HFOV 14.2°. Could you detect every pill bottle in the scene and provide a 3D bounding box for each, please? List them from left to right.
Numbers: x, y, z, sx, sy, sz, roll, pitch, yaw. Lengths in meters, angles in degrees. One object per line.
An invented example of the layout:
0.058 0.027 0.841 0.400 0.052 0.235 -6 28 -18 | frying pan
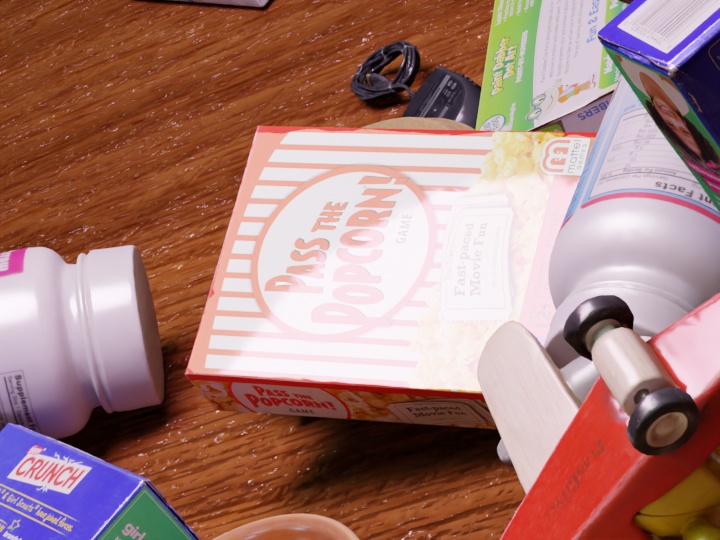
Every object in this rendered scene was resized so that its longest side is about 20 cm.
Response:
-0.221 0.049 1.693 0.199 0.114 0.114 -10 32 1 | pill bottle
0.154 -0.019 1.402 0.108 0.109 0.200 -15 37 38 | pill bottle

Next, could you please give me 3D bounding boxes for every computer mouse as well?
0.039 -0.100 1.751 0.059 0.034 0.200 -56 22 5 | computer mouse

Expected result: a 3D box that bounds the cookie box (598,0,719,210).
0.232 -0.078 1.280 0.171 0.200 0.075 -41 27 -4 | cookie box

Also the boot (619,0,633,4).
0.238 -0.158 1.481 0.199 0.074 0.155 -18 33 -15 | boot

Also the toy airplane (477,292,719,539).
0.117 0.112 1.248 0.199 0.141 0.201 -11 72 53 | toy airplane

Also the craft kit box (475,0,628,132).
0.162 -0.147 1.651 0.197 0.049 0.200 -22 32 25 | craft kit box

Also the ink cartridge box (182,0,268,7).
-0.100 -0.272 2.104 0.145 0.085 0.200 -49 30 -18 | ink cartridge box

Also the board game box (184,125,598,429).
0.024 0.003 1.489 0.199 0.046 0.152 2 62 25 | board game box

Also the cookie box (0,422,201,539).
-0.197 0.191 1.556 0.200 0.075 0.171 -49 29 -16 | cookie box

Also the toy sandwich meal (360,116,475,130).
0.000 0.000 1.609 0.205 0.070 0.206 -27 34 20 | toy sandwich meal

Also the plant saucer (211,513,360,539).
-0.068 0.207 1.419 0.200 0.037 0.200 -30 29 19 | plant saucer
